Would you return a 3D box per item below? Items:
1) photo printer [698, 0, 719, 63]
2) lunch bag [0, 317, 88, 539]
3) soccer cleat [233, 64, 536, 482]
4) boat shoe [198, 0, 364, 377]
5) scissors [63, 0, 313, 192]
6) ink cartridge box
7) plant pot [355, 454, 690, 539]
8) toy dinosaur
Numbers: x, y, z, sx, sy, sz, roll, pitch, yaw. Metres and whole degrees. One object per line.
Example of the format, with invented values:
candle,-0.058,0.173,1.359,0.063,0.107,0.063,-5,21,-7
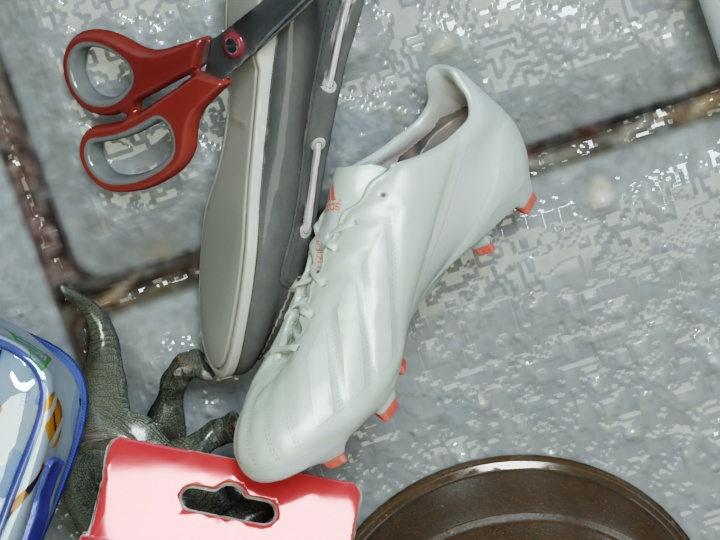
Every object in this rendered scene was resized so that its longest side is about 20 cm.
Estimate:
photo printer,0.213,-0.161,0.918,0.166,0.069,0.201,-20,104,4
lunch bag,-0.210,0.107,0.948,0.160,0.076,0.201,21,91,8
soccer cleat,0.000,0.000,0.921,0.200,0.069,0.078,-53,123,-26
boat shoe,-0.031,-0.048,0.945,0.057,0.067,0.201,-1,109,-22
scissors,-0.055,-0.083,0.906,0.199,0.014,0.074,-14,96,41
ink cartridge box,-0.071,0.181,0.914,0.116,0.067,0.201,11,76,-2
plant pot,0.077,0.207,0.948,0.199,0.198,0.201,0,105,-2
toy dinosaur,-0.089,0.102,0.980,0.102,0.077,0.200,-35,106,1
